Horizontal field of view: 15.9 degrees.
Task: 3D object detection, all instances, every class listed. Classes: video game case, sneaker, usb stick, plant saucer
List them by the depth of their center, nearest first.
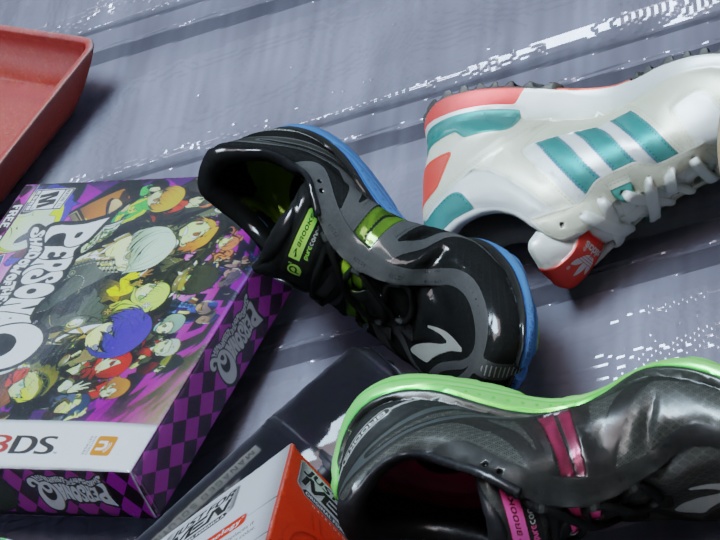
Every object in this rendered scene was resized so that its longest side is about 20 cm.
[{"bbox_3d":[0.081,0.085,1.003,0.199,0.077,0.084,-6,36,24],"label":"sneaker"},{"bbox_3d":[-0.054,0.109,1.112,0.200,0.033,0.055,-42,44,-12],"label":"usb stick"},{"bbox_3d":[0.000,0.000,1.125,0.082,0.071,0.199,-6,34,-45],"label":"sneaker"},{"bbox_3d":[0.116,-0.037,1.138,0.199,0.070,0.094,-5,64,26],"label":"sneaker"},{"bbox_3d":[-0.130,0.032,1.220,0.180,0.036,0.200,-1,43,33],"label":"video game case"},{"bbox_3d":[-0.259,-0.055,1.410,0.199,0.037,0.200,12,56,39],"label":"plant saucer"}]

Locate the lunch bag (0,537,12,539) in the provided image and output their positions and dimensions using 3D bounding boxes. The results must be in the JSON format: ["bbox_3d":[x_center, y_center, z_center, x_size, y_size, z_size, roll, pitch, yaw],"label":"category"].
[{"bbox_3d":[-0.163,0.213,1.016,0.160,0.075,0.201,-33,38,26],"label":"lunch bag"}]

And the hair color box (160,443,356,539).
[{"bbox_3d":[-0.055,0.161,0.972,0.101,0.061,0.200,-37,18,23],"label":"hair color box"}]

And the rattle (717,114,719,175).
[{"bbox_3d":[0.179,-0.073,0.997,0.142,0.201,0.130,-13,26,-39],"label":"rattle"}]
